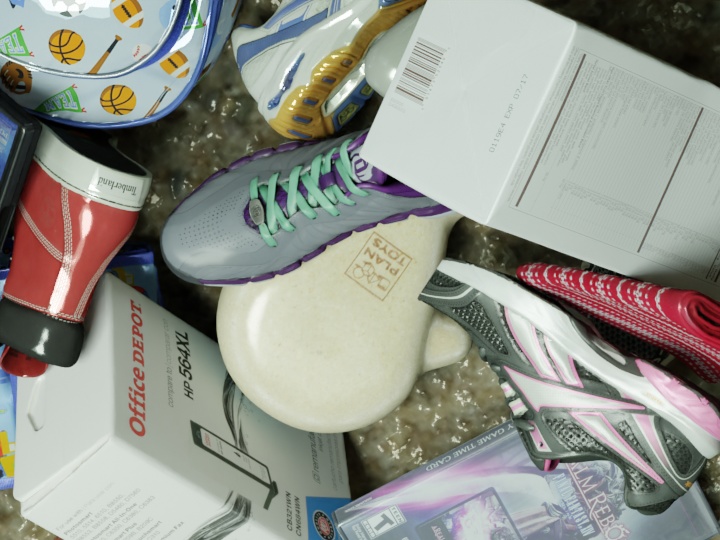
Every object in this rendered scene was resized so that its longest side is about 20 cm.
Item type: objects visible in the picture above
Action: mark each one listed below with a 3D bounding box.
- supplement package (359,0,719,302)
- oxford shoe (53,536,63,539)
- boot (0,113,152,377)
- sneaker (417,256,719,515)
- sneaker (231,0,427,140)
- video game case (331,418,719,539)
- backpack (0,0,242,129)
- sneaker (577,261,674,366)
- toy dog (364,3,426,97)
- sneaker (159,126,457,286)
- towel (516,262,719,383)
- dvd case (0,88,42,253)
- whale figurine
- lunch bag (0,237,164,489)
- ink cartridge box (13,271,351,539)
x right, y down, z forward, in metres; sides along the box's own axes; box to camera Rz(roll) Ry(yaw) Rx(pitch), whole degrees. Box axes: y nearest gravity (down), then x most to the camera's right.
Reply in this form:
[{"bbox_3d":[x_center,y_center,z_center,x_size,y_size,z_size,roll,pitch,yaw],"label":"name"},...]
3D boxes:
[{"bbox_3d":[0.120,-0.066,1.375,0.110,0.200,0.114,31,99,47],"label":"supplement package"},{"bbox_3d":[-0.160,0.192,1.669,0.074,0.071,0.200,0,142,-18],"label":"oxford shoe"},{"bbox_3d":[-0.192,-0.018,1.541,0.072,0.200,0.144,17,101,-23],"label":"boot"},{"bbox_3d":[0.108,0.066,1.468,0.200,0.080,0.086,33,94,22],"label":"sneaker"},{"bbox_3d":[0.004,-0.170,1.496,0.200,0.075,0.088,-42,59,9],"label":"sneaker"},{"bbox_3d":[0.101,0.150,1.547,0.200,0.019,0.143,-27,123,3],"label":"video game case"},{"bbox_3d":[-0.150,-0.178,1.500,0.200,0.154,0.191,14,116,11],"label":"backpack"},{"bbox_3d":[0.181,-0.012,1.498,0.081,0.075,0.200,34,116,2],"label":"sneaker"},{"bbox_3d":[0.099,-0.154,1.430,0.200,0.132,0.096,-60,44,25],"label":"toy dog"},{"bbox_3d":[-0.022,-0.052,1.469,0.200,0.088,0.074,-20,76,-2],"label":"sneaker"},{"bbox_3d":[0.181,0.037,1.391,0.145,0.200,0.023,26,85,-21],"label":"towel"},{"bbox_3d":[-0.260,-0.039,1.521,0.143,0.018,0.200,39,123,27],"label":"dvd case"},{"bbox_3d":[0.000,0.000,1.559,0.159,0.104,0.200,34,92,-7],"label":"whale figurine"},{"bbox_3d":[-0.202,0.057,1.647,0.200,0.094,0.151,-4,110,4],"label":"lunch bag"},{"bbox_3d":[-0.102,0.115,1.550,0.084,0.146,0.200,-39,125,25],"label":"ink cartridge box"}]
